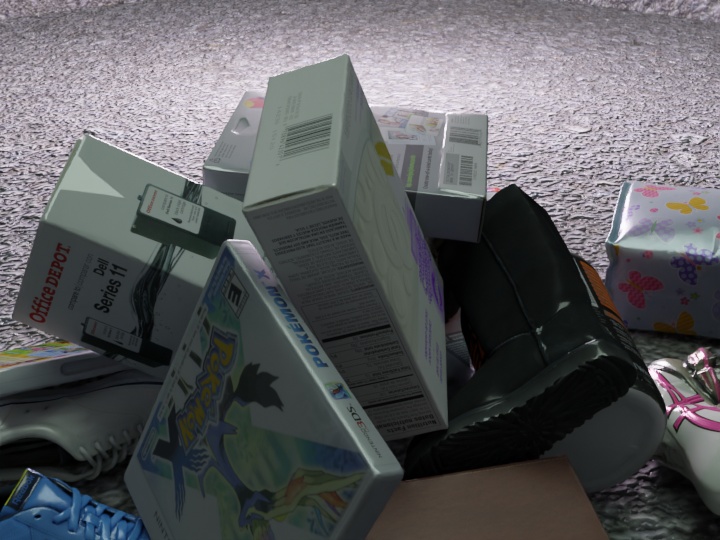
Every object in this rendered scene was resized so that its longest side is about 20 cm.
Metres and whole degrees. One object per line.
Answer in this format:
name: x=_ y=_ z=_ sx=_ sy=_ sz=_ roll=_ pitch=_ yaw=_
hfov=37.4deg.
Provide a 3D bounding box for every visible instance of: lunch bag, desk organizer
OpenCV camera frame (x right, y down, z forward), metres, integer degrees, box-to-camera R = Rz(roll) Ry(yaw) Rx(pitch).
lunch bag: x=0.343 y=-0.020 z=1.081 sx=0.170 sy=0.127 sz=0.200 roll=5 pitch=33 yaw=17
desk organizer: x=0.046 y=0.177 z=0.651 sx=0.200 sy=0.072 sz=0.077 roll=-6 pitch=42 yaw=-15

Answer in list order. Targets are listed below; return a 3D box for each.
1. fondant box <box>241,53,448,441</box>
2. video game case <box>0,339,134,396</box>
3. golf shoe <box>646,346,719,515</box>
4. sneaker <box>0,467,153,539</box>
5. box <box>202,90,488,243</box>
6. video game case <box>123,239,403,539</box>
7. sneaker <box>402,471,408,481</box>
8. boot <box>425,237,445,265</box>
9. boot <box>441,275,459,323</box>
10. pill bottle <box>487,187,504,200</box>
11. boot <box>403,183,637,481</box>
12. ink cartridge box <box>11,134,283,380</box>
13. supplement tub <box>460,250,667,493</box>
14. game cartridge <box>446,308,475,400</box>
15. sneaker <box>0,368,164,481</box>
fondant box: x=-0.001 y=-0.012 z=0.664 sx=0.058 sy=0.200 sz=0.144 roll=-14 pitch=38 yaw=14
video game case: x=-0.234 y=0.072 z=0.881 sx=0.182 sy=0.023 sz=0.200 roll=-10 pitch=3 yaw=-32
golf shoe: x=0.247 y=0.130 z=0.809 sx=0.092 sy=0.073 sz=0.200 roll=-17 pitch=16 yaw=12
sneaker: x=-0.183 y=0.172 z=0.679 sx=0.200 sy=0.078 sz=0.066 roll=5 pitch=21 yaw=8
box: x=-0.005 y=-0.083 z=0.806 sx=0.200 sy=0.041 sz=0.156 roll=7 pitch=30 yaw=3
video game case: x=-0.068 y=0.115 z=0.599 sx=0.022 sy=0.200 sz=0.182 roll=2 pitch=38 yaw=-39
sneaker: x=-0.010 y=0.134 z=0.723 sx=0.200 sy=0.112 sz=0.073 roll=10 pitch=26 yaw=21
boot: x=-0.013 y=-0.041 z=0.841 sx=0.155 sy=0.072 sz=0.200 roll=15 pitch=22 yaw=28
boot: x=0.000 y=0.000 z=0.938 sx=0.168 sy=0.076 sz=0.200 roll=19 pitch=12 yaw=13
pill bottle: x=0.069 y=-0.026 z=1.101 sx=0.200 sy=0.113 sz=0.112 roll=-4 pitch=23 yaw=-10
boot: x=0.085 y=0.043 z=0.749 sx=0.165 sy=0.066 sz=0.200 roll=-31 pitch=39 yaw=10
ink cartridge box: x=-0.133 y=0.009 z=0.760 sx=0.200 sy=0.147 sz=0.083 roll=24 pitch=53 yaw=-11
supplement tub: x=0.148 y=0.064 z=0.829 sx=0.122 sy=0.123 sz=0.200 roll=-3 pitch=37 yaw=-8
game cartridge: x=0.134 y=0.071 z=0.973 sx=0.200 sy=0.040 sz=0.133 roll=-11 pitch=29 yaw=-25
sneaker: x=-0.202 y=0.127 z=0.814 sx=0.200 sy=0.073 sz=0.071 roll=-9 pitch=42 yaw=-10
